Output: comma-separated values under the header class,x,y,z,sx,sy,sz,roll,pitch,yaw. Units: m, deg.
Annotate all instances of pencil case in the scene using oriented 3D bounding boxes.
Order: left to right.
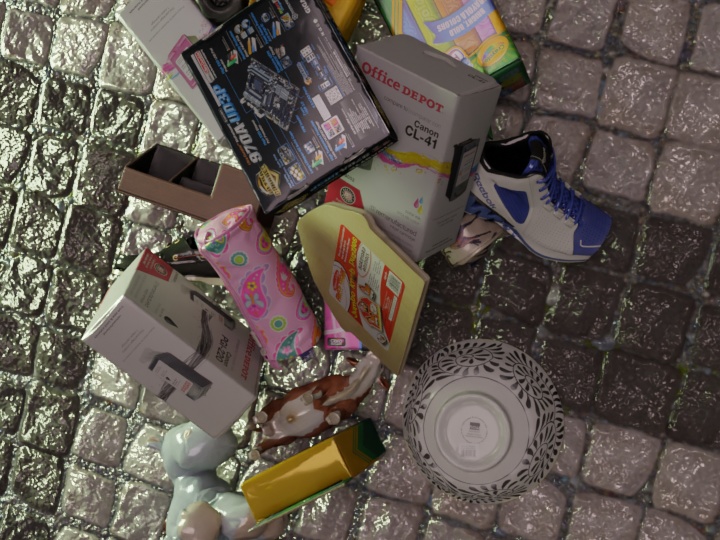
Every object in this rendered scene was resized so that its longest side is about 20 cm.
class,x,y,z,sx,sy,sz,roll,pitch,yaw
pencil case,-0.121,0.021,1.145,0.087,0.088,0.201,-21,115,13
pencil case,0.092,-0.100,1.140,0.078,0.089,0.201,-43,78,39

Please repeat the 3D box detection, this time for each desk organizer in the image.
class,x,y,z,sx,sy,sz,roll,pitch,yaw
desk organizer,-0.205,-0.105,1.218,0.198,0.072,0.078,19,91,14

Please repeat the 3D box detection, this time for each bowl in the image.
class,x,y,z,sx,sy,sz,roll,pitch,yaw
bowl,0.136,0.184,1.115,0.198,0.094,0.204,0,89,15

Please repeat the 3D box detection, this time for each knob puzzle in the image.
class,x,y,z,sx,sy,sz,roll,pitch,yaw
knob puzzle,0.000,0.000,1.097,0.030,0.220,0.221,-31,79,-30

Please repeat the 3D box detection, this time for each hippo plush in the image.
class,x,y,z,sx,sy,sz,roll,pitch,yaw
hippo plush,-0.183,0.268,1.192,0.200,0.158,0.163,-39,55,52

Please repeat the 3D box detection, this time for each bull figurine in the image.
class,x,y,z,sx,sy,sz,roll,pitch,yaw
bull figurine,-0.055,0.165,1.154,0.199,0.121,0.066,-32,84,19

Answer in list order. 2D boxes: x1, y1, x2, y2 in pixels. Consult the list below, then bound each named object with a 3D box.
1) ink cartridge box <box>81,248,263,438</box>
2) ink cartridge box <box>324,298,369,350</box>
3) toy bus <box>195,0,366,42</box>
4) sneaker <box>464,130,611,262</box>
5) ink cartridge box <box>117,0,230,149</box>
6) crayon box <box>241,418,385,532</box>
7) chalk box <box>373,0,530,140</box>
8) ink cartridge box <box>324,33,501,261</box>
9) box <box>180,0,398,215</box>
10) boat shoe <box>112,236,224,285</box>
class,x,y,z,sx,sy,sz,roll,pitch,yaw
ink cartridge box,-0.216,0.086,1.139,0.200,0.146,0.085,42,107,-17
ink cartridge box,0.003,-0.001,1.183,0.093,0.037,0.203,0,87,15
toy bus,-0.076,-0.342,1.068,0.199,0.136,0.193,34,111,-4
sneaker,0.200,-0.087,1.061,0.197,0.115,0.081,24,61,-7
ink cartridge box,-0.171,-0.237,1.120,0.084,0.144,0.201,-40,80,11
crayon box,-0.054,0.232,1.100,0.125,0.200,0.052,-28,83,12
chalk box,0.119,-0.252,1.110,0.123,0.124,0.202,-27,84,12
ink cartridge box,0.052,-0.135,1.041,0.147,0.085,0.202,33,128,29
box,-0.075,-0.184,0.996,0.158,0.046,0.202,-31,84,13
boat shoe,-0.221,-0.012,1.220,0.198,0.074,0.064,1,90,9
